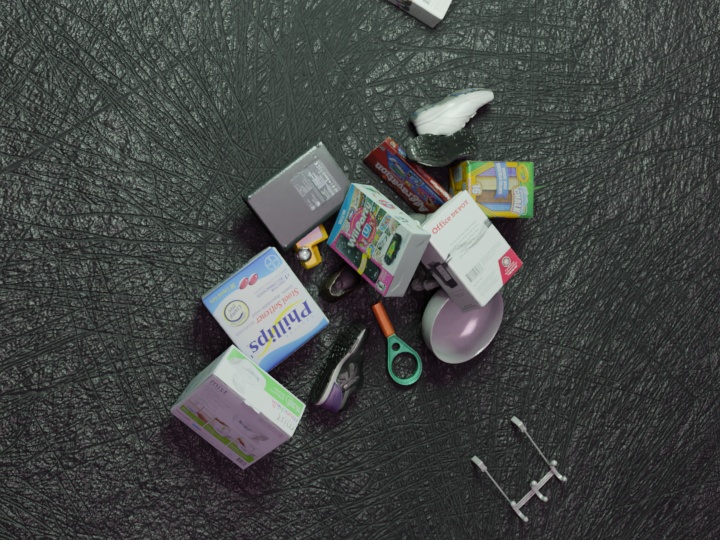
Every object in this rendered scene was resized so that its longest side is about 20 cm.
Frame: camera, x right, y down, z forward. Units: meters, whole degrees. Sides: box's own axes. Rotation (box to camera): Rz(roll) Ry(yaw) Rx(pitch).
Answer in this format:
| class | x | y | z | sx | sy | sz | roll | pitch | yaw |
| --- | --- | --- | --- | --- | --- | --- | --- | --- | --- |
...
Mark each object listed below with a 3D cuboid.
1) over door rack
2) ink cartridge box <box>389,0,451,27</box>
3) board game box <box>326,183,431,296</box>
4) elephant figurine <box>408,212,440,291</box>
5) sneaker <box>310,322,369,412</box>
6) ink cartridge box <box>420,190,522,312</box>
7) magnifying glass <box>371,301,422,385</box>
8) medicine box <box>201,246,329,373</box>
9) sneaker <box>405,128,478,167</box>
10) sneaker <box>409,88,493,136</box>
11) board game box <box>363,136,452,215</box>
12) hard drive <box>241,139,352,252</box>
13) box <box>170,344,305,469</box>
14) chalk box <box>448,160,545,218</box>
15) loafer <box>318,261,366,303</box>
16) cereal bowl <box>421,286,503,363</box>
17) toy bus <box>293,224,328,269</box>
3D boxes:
| class | x | y | z | sx | sy | sz | roll | pitch | yaw |
| --- | --- | --- | --- | --- | --- | --- | --- | --- | --- |
| over door rack | 0.375 | 0.467 | 1.613 | 0.148 | 0.067 | 0.200 | -41 | 101 | -9 |
| ink cartridge box | 0.107 | -0.633 | 1.498 | 0.199 | 0.068 | 0.116 | 28 | 86 | -14 |
| board game box | 0.033 | -0.063 | 1.394 | 0.064 | 0.200 | 0.148 | 1 | 122 | -43 |
| elephant figurine | 0.142 | -0.068 | 1.498 | 0.141 | 0.155 | 0.201 | -19 | 97 | 22 |
| sneaker | -0.025 | 0.212 | 1.505 | 0.087 | 0.076 | 0.201 | 31 | 90 | -26 |
| ink cartridge box | 0.211 | -0.039 | 1.418 | 0.145 | 0.083 | 0.200 | -42 | 96 | -25 |
| magnifying glass | 0.075 | 0.163 | 1.550 | 0.079 | 0.022 | 0.201 | -26 | 97 | -11 |
| medicine box | -0.198 | 0.081 | 1.439 | 0.182 | 0.103 | 0.200 | -38 | 100 | -9 |
| sneaker | 0.161 | -0.246 | 1.491 | 0.199 | 0.087 | 0.076 | -15 | 81 | -39 |
| sneaker | 0.208 | -0.347 | 1.544 | 0.199 | 0.075 | 0.087 | -25 | 110 | -5 |
| board game box | 0.104 | -0.195 | 1.500 | 0.200 | 0.103 | 0.019 | 42 | 61 | -12 |
| hard drive | -0.122 | -0.151 | 1.417 | 0.200 | 0.033 | 0.140 | -39 | 101 | -13 |
| box | -0.246 | 0.278 | 1.393 | 0.200 | 0.097 | 0.176 | 41 | 125 | -11 |
| chalk box | 0.307 | -0.174 | 1.539 | 0.199 | 0.124 | 0.124 | 0 | 92 | -12 |
| loafer | 0.000 | 0.000 | 1.499 | 0.200 | 0.071 | 0.073 | -44 | 101 | -8 |
| cereal bowl | 0.214 | 0.100 | 1.533 | 0.199 | 0.083 | 0.201 | -14 | 119 | -26 |
| toy bus | -0.131 | -0.106 | 1.467 | 0.078 | 0.065 | 0.201 | -27 | 98 | -13 |
